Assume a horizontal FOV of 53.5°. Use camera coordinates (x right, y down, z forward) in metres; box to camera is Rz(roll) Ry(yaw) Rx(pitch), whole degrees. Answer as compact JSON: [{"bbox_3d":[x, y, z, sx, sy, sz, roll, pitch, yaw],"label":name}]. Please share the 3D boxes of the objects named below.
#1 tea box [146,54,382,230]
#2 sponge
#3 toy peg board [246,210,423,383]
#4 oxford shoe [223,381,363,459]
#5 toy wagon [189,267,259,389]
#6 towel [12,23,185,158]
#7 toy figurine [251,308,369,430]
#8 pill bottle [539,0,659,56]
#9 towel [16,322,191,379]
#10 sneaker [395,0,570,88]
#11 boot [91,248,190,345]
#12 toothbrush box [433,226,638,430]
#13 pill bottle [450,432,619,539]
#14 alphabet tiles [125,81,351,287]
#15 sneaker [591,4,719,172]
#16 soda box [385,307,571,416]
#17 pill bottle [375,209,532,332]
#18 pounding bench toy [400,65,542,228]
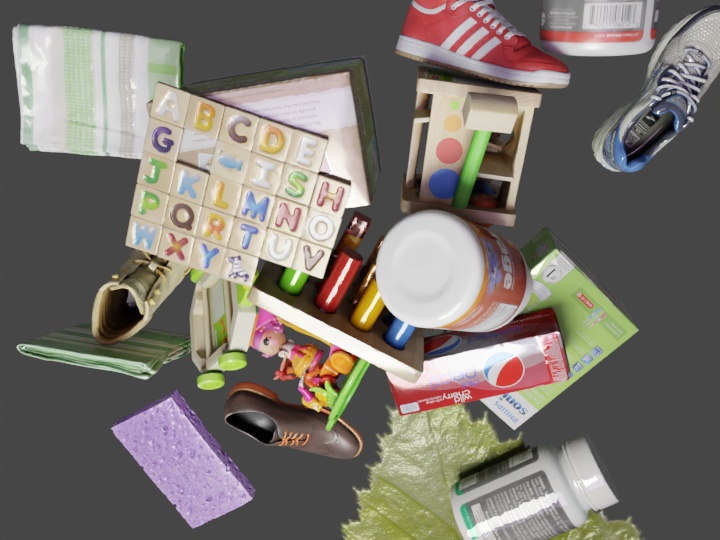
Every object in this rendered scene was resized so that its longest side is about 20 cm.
[{"bbox_3d":[-0.087,-0.142,0.760,0.199,0.197,0.134,-7,111,7],"label":"tea box"},{"bbox_3d":[-0.254,0.274,1.031,0.111,0.030,0.200,-29,106,15],"label":"sponge"},{"bbox_3d":[0.000,0.000,0.807,0.198,0.200,0.098,27,112,-6],"label":"toy peg board"},{"bbox_3d":[-0.093,0.221,0.972,0.199,0.073,0.071,20,111,-3],"label":"oxford shoe"},{"bbox_3d":[-0.159,0.045,0.849,0.039,0.156,0.200,7,151,-33],"label":"toy wagon"},{"bbox_3d":[-0.308,-0.207,0.844,0.199,0.031,0.150,6,113,2],"label":"towel"},{"bbox_3d":[-0.079,0.092,0.912,0.184,0.150,0.200,31,136,7],"label":"toy figurine"},{"bbox_3d":[0.241,-0.320,0.704,0.115,0.116,0.201,1,111,5],"label":"pill bottle"},{"bbox_3d":[-0.297,0.093,0.874,0.152,0.200,0.024,10,94,1],"label":"towel"},{"bbox_3d":[0.131,-0.257,0.732,0.199,0.071,0.113,25,111,29],"label":"sneaker"},{"bbox_3d":[-0.238,-0.014,0.846,0.073,0.156,0.200,37,109,-10],"label":"boot"},{"bbox_3d":[0.208,0.072,0.879,0.145,0.086,0.200,41,108,-10],"label":"toothbrush box"},{"bbox_3d":[0.231,0.301,0.954,0.199,0.113,0.113,-29,107,16],"label":"pill bottle"},{"bbox_3d":[-0.116,-0.067,0.683,0.199,0.008,0.168,19,112,-1],"label":"alphabet tiles"},{"bbox_3d":[0.336,-0.185,0.766,0.077,0.085,0.201,29,111,-7],"label":"sneaker"},{"bbox_3d":[0.133,0.105,0.817,0.199,0.070,0.064,-14,106,13],"label":"soda box"},{"bbox_3d":[0.109,0.007,0.743,0.112,0.200,0.113,-4,83,31],"label":"pill bottle"},{"bbox_3d":[0.110,-0.118,0.751,0.123,0.200,0.157,8,112,2],"label":"pounding bench toy"}]
